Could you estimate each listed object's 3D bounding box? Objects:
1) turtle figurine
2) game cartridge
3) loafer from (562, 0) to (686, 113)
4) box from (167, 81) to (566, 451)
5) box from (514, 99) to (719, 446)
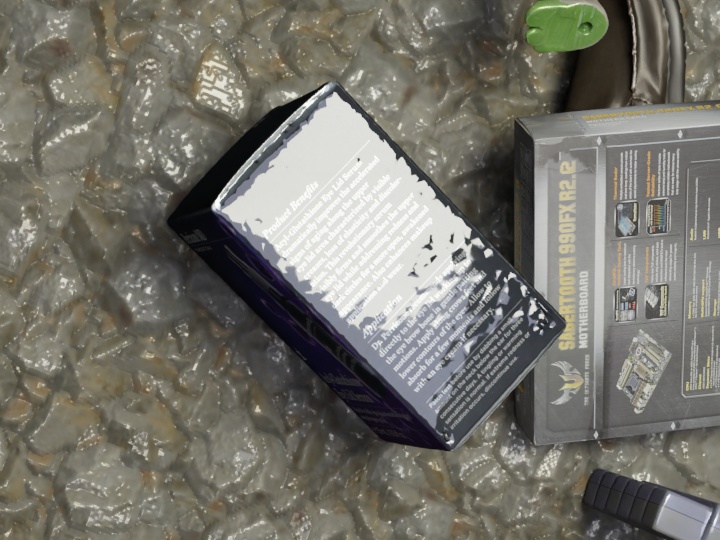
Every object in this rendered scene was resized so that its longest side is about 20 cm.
[{"bbox_3d":[0.082,-0.230,1.287,0.144,0.194,0.200,-38,131,18],"label":"turtle figurine"},{"bbox_3d":[0.248,0.174,1.333,0.200,0.130,0.038,24,81,-13],"label":"game cartridge"},{"bbox_3d":[0.161,-0.111,1.349,0.071,0.073,0.200,-11,91,-17],"label":"loafer"},{"bbox_3d":[0.000,0.000,1.265,0.200,0.148,0.104,45,78,-8],"label":"box"},{"bbox_3d":[0.174,0.001,1.321,0.158,0.048,0.200,-6,110,-9],"label":"box"}]
